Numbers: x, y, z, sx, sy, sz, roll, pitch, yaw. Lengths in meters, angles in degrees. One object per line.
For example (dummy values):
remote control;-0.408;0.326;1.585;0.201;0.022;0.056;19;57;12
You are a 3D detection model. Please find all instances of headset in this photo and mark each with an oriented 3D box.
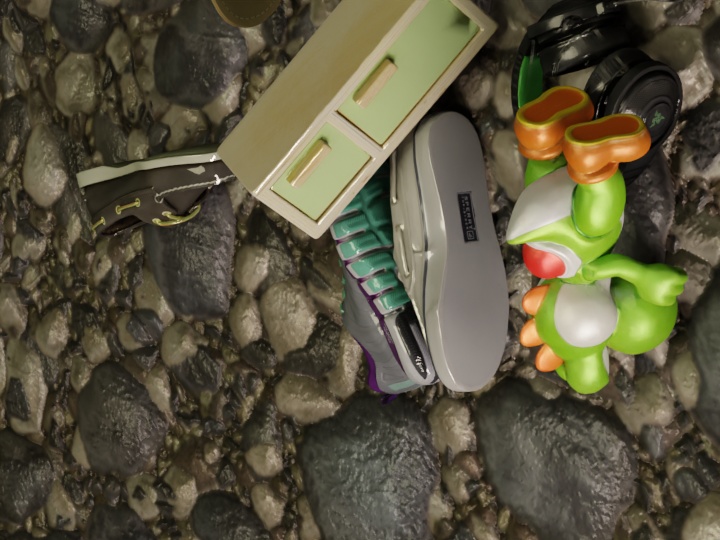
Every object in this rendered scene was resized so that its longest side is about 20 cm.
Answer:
headset;0.152;-0.132;1.472;0.124;0.094;0.200;55;141;24

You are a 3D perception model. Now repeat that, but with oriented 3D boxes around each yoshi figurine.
yoshi figurine;0.161;-0.018;1.460;0.111;0.113;0.201;3;121;14

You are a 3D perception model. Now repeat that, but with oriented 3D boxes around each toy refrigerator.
toy refrigerator;-0.001;-0.127;1.575;0.200;0.076;0.070;-49;44;7

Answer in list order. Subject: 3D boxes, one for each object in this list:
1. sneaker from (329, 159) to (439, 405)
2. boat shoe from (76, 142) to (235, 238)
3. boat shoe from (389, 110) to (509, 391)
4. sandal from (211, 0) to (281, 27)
sneaker;0.000;0.000;1.663;0.087;0.074;0.201;-32;73;48
boat shoe;-0.160;-0.065;1.821;0.201;0.071;0.061;-7;95;53
boat shoe;0.055;-0.011;1.606;0.066;0.072;0.202;-13;86;50
sandal;-0.104;-0.285;1.743;0.070;0.077;0.213;156;108;-65
